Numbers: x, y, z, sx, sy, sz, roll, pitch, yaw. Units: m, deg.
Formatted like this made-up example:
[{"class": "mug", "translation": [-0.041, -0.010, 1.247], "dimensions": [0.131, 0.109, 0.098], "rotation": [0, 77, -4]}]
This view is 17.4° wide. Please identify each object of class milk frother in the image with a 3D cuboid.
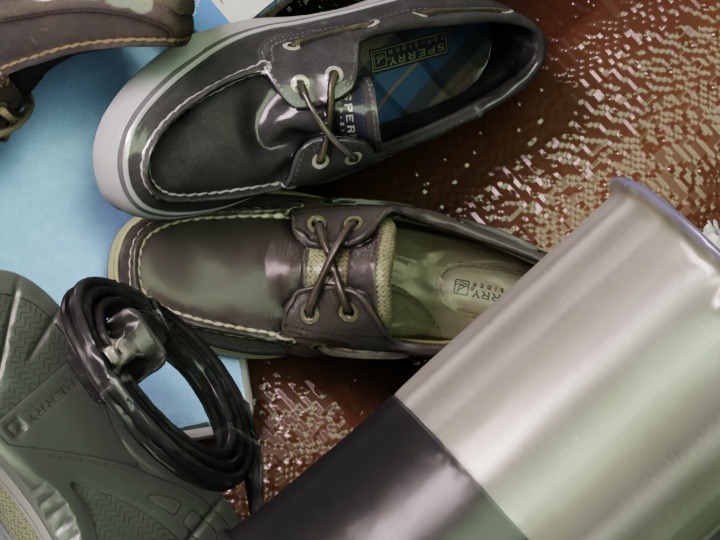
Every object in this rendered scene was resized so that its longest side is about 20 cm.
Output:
[{"class": "milk frother", "translation": [0.024, 0.037, 0.817], "dimensions": [0.188, 0.180, 0.200], "rotation": [-42, 104, -4]}]

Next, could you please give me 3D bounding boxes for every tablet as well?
[{"class": "tablet", "translation": [-0.122, -0.023, 0.966], "dimensions": [0.130, 0.014, 0.201], "rotation": [-9, 84, -11]}]

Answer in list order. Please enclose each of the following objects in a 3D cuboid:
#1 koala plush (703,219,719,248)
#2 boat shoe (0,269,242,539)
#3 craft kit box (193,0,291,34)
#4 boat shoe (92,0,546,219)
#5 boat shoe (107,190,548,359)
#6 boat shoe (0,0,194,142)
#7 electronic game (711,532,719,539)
[{"class": "koala plush", "translation": [0.219, -0.008, 0.957], "dimensions": [0.177, 0.184, 0.200], "rotation": [43, 90, -3]}, {"class": "boat shoe", "translation": [-0.100, 0.092, 0.866], "dimensions": [0.074, 0.065, 0.202], "rotation": [-40, 98, -28]}, {"class": "craft kit box", "translation": [-0.054, -0.219, 0.979], "dimensions": [0.197, 0.049, 0.200], "rotation": [-40, 90, -13]}, {"class": "boat shoe", "translation": [-0.009, -0.066, 0.933], "dimensions": [0.200, 0.066, 0.070], "rotation": [-19, 112, -34]}, {"class": "boat shoe", "translation": [0.000, 0.000, 0.952], "dimensions": [0.199, 0.065, 0.073], "rotation": [2, 81, -17]}, {"class": "boat shoe", "translation": [-0.155, -0.079, 0.918], "dimensions": [0.199, 0.074, 0.074], "rotation": [-3, 97, 20]}, {"class": "electronic game", "translation": [0.218, 0.102, 0.898], "dimensions": [0.199, 0.042, 0.201], "rotation": [-1, 98, -5]}]
